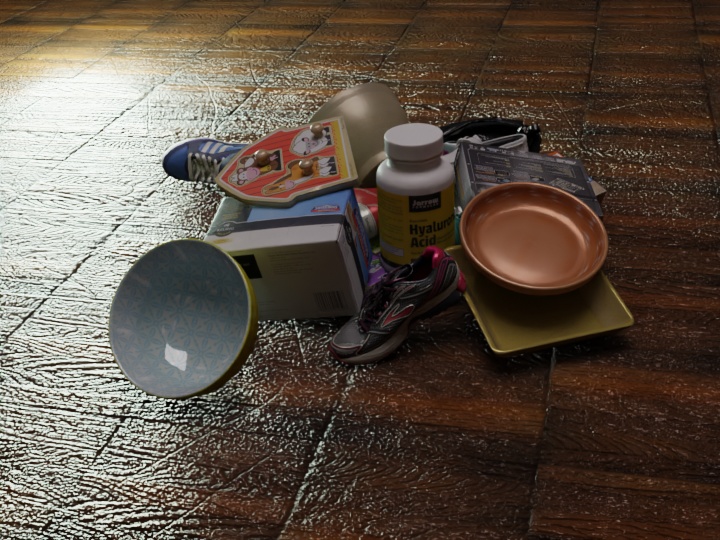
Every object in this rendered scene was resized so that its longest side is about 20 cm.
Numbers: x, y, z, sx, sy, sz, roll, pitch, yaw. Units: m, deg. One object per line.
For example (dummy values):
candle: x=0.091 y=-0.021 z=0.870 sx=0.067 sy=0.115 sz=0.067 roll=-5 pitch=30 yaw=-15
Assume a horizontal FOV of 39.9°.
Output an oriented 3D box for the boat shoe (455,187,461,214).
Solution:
boat shoe: x=0.132 y=-0.106 z=1.602 sx=0.199 sy=0.067 sz=0.073 roll=19 pitch=36 yaw=33

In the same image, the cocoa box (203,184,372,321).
cocoa box: x=-0.098 y=-0.023 z=1.366 sx=0.199 sy=0.134 sz=0.132 roll=-5 pitch=38 yaw=16

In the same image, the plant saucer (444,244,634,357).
plant saucer: x=0.230 y=0.035 z=1.321 sx=0.199 sy=0.049 sz=0.201 roll=-11 pitch=46 yaw=-13

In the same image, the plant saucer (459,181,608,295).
plant saucer: x=0.230 y=-0.039 z=1.330 sx=0.199 sy=0.038 sz=0.201 roll=2 pitch=48 yaw=-2

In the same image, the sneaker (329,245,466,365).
sneaker: x=0.039 y=0.043 z=1.284 sx=0.200 sy=0.075 sz=0.081 roll=-39 pitch=43 yaw=-2

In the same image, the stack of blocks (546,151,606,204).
stack of blocks: x=0.276 y=-0.109 z=1.563 sx=0.199 sy=0.059 sz=0.115 roll=-23 pitch=54 yaw=-34

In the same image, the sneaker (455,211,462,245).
sneaker: x=0.156 y=-0.057 z=1.500 sx=0.199 sy=0.080 sz=0.077 roll=12 pitch=32 yaw=28

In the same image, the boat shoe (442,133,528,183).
boat shoe: x=0.181 y=-0.182 z=1.582 sx=0.199 sy=0.069 sz=0.072 roll=-7 pitch=22 yaw=-15

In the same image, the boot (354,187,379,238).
boot: x=0.030 y=-0.110 z=1.581 sx=0.144 sy=0.073 sz=0.200 roll=-25 pitch=22 yaw=-17

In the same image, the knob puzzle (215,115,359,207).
knob puzzle: x=-0.111 y=-0.156 z=1.400 sx=0.218 sy=0.031 sz=0.220 roll=-10 pitch=39 yaw=8

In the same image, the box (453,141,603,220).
box: x=0.246 y=-0.120 z=1.475 sx=0.198 sy=0.049 sz=0.159 roll=7 pitch=38 yaw=-8

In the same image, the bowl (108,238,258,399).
bowl: x=-0.206 y=0.069 z=1.257 sx=0.199 sy=0.202 sz=0.108 roll=9 pitch=-11 yaw=22

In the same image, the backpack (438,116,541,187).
backpack: x=0.191 y=-0.195 z=1.694 sx=0.199 sy=0.128 sz=0.167 roll=-10 pitch=10 yaw=-21

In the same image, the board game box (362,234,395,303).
board game box: x=0.000 y=0.000 z=1.468 sx=0.199 sy=0.033 sz=0.120 roll=-26 pitch=32 yaw=-33

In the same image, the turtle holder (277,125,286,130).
turtle holder: x=-0.097 y=-0.116 z=1.497 sx=0.185 sy=0.141 sz=0.132 roll=-43 pitch=40 yaw=0

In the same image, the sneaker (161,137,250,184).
sneaker: x=-0.256 y=-0.181 z=1.767 sx=0.198 sy=0.081 sz=0.147 roll=-2 pitch=24 yaw=-9

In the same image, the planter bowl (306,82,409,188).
planter bowl: x=0.011 y=-0.197 z=1.684 sx=0.199 sy=0.201 sz=0.135 roll=-19 pitch=59 yaw=-27

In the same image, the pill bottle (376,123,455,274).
pill bottle: x=0.078 y=-0.100 z=1.404 sx=0.110 sy=0.201 sz=0.112 roll=-4 pitch=29 yaw=2
